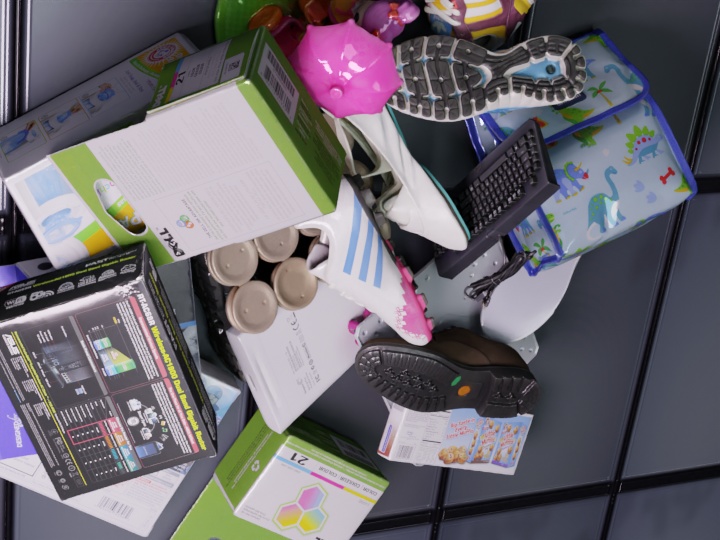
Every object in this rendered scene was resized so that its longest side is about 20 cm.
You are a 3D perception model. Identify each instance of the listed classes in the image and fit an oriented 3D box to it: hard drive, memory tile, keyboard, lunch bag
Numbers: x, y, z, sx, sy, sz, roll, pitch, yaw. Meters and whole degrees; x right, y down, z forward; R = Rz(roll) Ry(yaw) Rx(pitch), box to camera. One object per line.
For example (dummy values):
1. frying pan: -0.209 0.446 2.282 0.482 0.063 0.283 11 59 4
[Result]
1. hard drive: -0.037 0.048 1.402 0.200 0.027 0.133 -42 132 -26
2. memory tile: -0.064 -0.045 1.334 0.199 0.017 0.154 -33 109 -31
3. keyboard: 0.125 -0.044 1.347 0.020 0.128 0.200 -2 156 -30
4. lunch bag: 0.209 -0.123 1.407 0.169 0.127 0.201 -24 83 -14

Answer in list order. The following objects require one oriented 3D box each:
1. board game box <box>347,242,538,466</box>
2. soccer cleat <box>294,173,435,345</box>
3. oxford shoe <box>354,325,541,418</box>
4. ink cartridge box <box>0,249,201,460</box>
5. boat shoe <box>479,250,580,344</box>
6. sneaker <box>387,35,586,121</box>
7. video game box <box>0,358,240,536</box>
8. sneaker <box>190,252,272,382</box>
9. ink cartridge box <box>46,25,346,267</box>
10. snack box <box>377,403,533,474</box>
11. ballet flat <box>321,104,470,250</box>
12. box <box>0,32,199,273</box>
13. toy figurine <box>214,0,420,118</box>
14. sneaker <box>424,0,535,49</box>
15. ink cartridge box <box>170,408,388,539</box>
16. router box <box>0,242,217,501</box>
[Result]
1. board game box: 0.090 0.071 1.490 0.200 0.026 0.201 -41 129 -22
2. soccer cleat: 0.000 0.000 1.339 0.086 0.070 0.201 -29 120 0
3. oxford shoe: 0.080 0.095 1.431 0.198 0.085 0.073 13 125 -26
4. ink cartridge box: -0.245 0.080 1.297 0.198 0.043 0.200 -9 114 -13
5. boat shoe: 0.194 -0.008 1.494 0.068 0.057 0.201 36 88 0
6. sneaker: 0.106 -0.172 1.329 0.198 0.090 0.079 -1 86 -10
7. video game box: -0.246 0.141 1.370 0.199 0.047 0.183 29 103 -27
8. sneaker: -0.122 0.014 1.372 0.079 0.075 0.201 -35 134 -20
9. ink cartridge box: -0.134 -0.095 1.176 0.199 0.076 0.148 -16 129 23
10. snack box: 0.104 0.172 1.505 0.199 0.024 0.073 14 96 -43
11. ballet flat: 0.028 -0.092 1.348 0.069 0.069 0.201 -33 99 -6
12. box: -0.207 -0.102 1.237 0.199 0.101 0.113 -30 125 -8
13. toy figurine: -0.009 -0.209 1.227 0.200 0.184 0.150 -41 126 -2
14. sneaker: 0.087 -0.258 1.297 0.199 0.075 0.090 23 104 -48
15. ink cartridge box: -0.090 0.259 1.496 0.147 0.076 0.201 29 99 -35
16. router box: -0.223 0.090 1.229 0.149 0.062 0.201 -16 122 3
